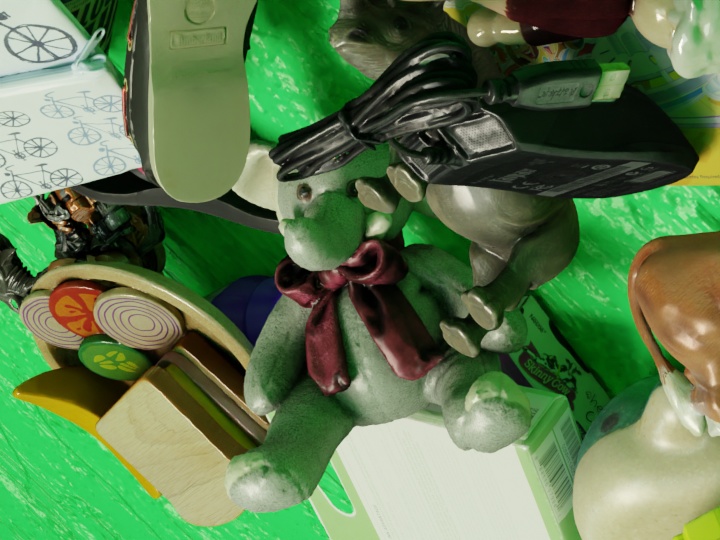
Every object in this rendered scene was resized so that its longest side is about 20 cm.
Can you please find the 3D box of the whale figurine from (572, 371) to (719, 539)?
[{"bbox_3d":[0.202,0.091,0.844,0.199,0.104,0.159,-31,120,35],"label":"whale figurine"}]

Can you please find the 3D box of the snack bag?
[{"bbox_3d":[-0.214,-0.092,0.878,0.186,0.022,0.200,-11,150,16],"label":"snack bag"}]

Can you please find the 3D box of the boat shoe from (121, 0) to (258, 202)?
[{"bbox_3d":[-0.083,-0.139,0.839,0.063,0.073,0.204,41,127,56],"label":"boat shoe"}]

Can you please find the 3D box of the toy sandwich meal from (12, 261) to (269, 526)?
[{"bbox_3d":[-0.137,0.081,1.062,0.203,0.071,0.206,19,142,15],"label":"toy sandwich meal"}]

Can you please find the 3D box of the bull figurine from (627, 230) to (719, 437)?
[{"bbox_3d":[0.209,0.022,0.711,0.198,0.065,0.123,-6,101,41],"label":"bull figurine"}]

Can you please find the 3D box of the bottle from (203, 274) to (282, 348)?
[{"bbox_3d":[-0.069,0.047,1.101,0.084,0.065,0.199,56,147,-7],"label":"bottle"}]

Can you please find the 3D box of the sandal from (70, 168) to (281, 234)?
[{"bbox_3d":[-0.104,-0.071,0.997,0.198,0.075,0.045,13,142,28],"label":"sandal"}]

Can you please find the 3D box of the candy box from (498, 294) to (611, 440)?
[{"bbox_3d":[0.067,0.098,1.016,0.137,0.061,0.199,51,147,-15],"label":"candy box"}]

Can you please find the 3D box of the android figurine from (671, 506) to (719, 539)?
[{"bbox_3d":[0.221,0.148,0.797,0.183,0.197,0.041,81,174,-50],"label":"android figurine"}]

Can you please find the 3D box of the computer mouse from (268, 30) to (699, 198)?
[{"bbox_3d":[0.073,-0.068,0.670,0.140,0.198,0.047,-22,70,58],"label":"computer mouse"}]

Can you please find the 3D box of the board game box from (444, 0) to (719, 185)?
[{"bbox_3d":[0.127,-0.101,0.733,0.199,0.034,0.135,2,130,47],"label":"board game box"}]

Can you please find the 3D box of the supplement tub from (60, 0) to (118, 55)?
[{"bbox_3d":[-0.207,-0.160,0.928,0.144,0.145,0.200,38,149,7],"label":"supplement tub"}]

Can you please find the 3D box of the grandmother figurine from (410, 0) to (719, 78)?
[{"bbox_3d":[0.063,-0.121,0.649,0.197,0.061,0.121,14,175,7],"label":"grandmother figurine"}]

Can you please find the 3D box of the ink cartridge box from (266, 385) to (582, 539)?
[{"bbox_3d":[0.046,0.120,0.962,0.198,0.048,0.147,11,137,41],"label":"ink cartridge box"}]

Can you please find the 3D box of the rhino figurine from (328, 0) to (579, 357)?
[{"bbox_3d":[0.039,-0.061,0.761,0.059,0.087,0.201,8,136,51],"label":"rhino figurine"}]

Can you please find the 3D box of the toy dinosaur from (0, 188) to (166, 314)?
[{"bbox_3d":[-0.179,-0.009,1.116,0.134,0.102,0.203,-3,89,37],"label":"toy dinosaur"}]

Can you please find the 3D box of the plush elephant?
[{"bbox_3d":[0.000,0.000,0.873,0.163,0.201,0.156,-15,117,21],"label":"plush elephant"}]
